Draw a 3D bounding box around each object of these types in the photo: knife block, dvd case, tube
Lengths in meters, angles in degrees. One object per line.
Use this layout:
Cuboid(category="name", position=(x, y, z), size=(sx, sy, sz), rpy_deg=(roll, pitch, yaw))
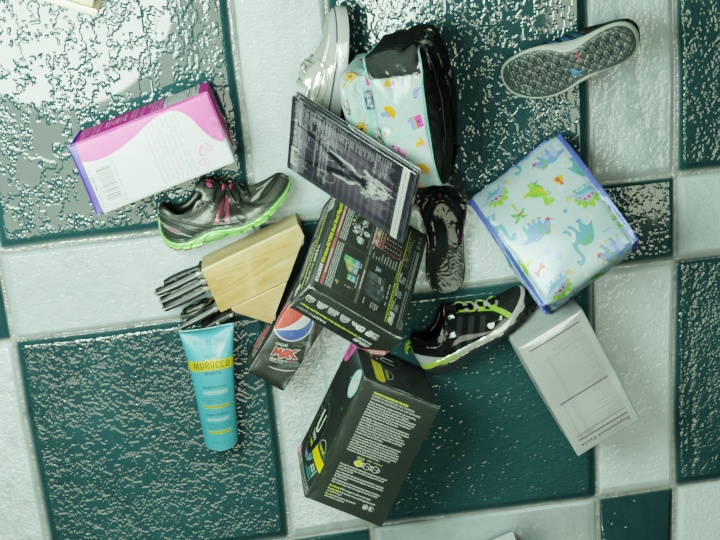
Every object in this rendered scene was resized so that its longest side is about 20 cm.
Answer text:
Cuboid(category="knife block", position=(-0.188, -0.004, 1.694), size=(0.173, 0.064, 0.203), rpy_deg=(19, 104, -13))
Cuboid(category="dvd case", position=(-0.012, -0.136, 1.589), size=(0.199, 0.150, 0.016), rpy_deg=(34, 59, 15))
Cuboid(category="tube", position=(-0.210, 0.165, 1.728), size=(0.076, 0.051, 0.203), rpy_deg=(-10, 121, -10))

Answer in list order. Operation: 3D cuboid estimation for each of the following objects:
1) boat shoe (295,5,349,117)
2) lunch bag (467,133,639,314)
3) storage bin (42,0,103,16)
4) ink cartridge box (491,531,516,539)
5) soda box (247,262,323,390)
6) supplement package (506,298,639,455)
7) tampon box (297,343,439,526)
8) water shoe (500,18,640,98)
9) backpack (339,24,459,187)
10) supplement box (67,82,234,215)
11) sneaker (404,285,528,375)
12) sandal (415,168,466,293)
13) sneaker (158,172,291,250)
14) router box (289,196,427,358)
Cuboid(category="boat shoe", position=(-0.056, -0.259, 1.632), size=(0.064, 0.072, 0.203), rpy_deg=(5, 113, -11))
Cuboid(category="lunch bag", position=(0.272, -0.067, 1.703), size=(0.169, 0.127, 0.201), rpy_deg=(-36, 79, 5))
Cuboid(category="storage bin", position=(-0.398, -0.421, 1.474), size=(0.197, 0.200, 0.095), rpy_deg=(14, 123, -11))
Cuboid(category="ink cartridge box", position=(0.242, 0.530, 1.901), size=(0.173, 0.084, 0.203), rpy_deg=(-21, 109, 0))
Cuboid(category="soda box", position=(-0.087, 0.067, 1.724), size=(0.063, 0.071, 0.202), rpy_deg=(29, 101, -14))
Cuboid(category="supplement package", position=(0.310, 0.149, 1.779), size=(0.113, 0.110, 0.202), rpy_deg=(-30, 108, 3))
Cuboid(category="tampon box", position=(0.008, 0.233, 1.746), size=(0.125, 0.150, 0.202), rpy_deg=(23, 103, -14))
Cuboid(category="water shoe", position=(0.293, -0.293, 1.665), size=(0.197, 0.079, 0.073), rpy_deg=(-13, 107, 24))
Cuboid(category="backpack", position=(0.057, -0.207, 1.607), size=(0.151, 0.176, 0.203), rpy_deg=(-13, 110, 15))
Cuboid(category="supplement box", position=(-0.277, -0.166, 1.614), size=(0.197, 0.104, 0.103), rpy_deg=(-20, 108, 1))
Cuboid(category="sneaker", position=(0.154, 0.074, 1.757), size=(0.199, 0.072, 0.083), rpy_deg=(-36, 107, 5))
Cuboid(category="sandal", position=(0.122, -0.062, 1.723), size=(0.074, 0.048, 0.204), rpy_deg=(-10, 109, -4))
Cuboid(category="sneaker", position=(-0.189, -0.093, 1.661), size=(0.197, 0.077, 0.085), rpy_deg=(-21, 113, -1))
Cuboid(category="router box", position=(0.000, 0.000, 1.650), size=(0.149, 0.202, 0.062), rpy_deg=(31, 137, -15))
